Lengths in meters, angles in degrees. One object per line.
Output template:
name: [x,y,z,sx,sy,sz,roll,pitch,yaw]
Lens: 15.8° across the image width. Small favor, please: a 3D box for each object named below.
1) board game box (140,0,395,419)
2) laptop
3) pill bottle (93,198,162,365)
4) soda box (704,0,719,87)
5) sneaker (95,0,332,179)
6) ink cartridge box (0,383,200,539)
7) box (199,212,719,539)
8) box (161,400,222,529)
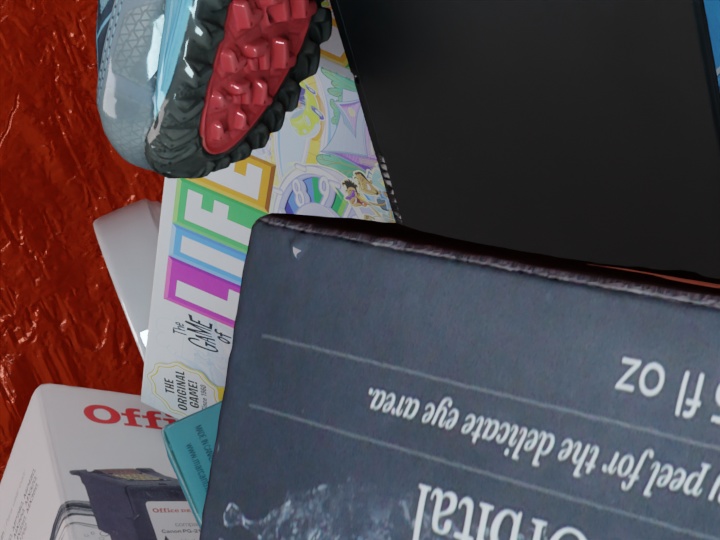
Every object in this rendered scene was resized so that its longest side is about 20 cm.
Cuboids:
board game box: [0.000,0.000,0.852,0.134,0.034,0.200,24,141,11]
laptop: [0.046,-0.076,0.632,0.200,0.103,0.178,-77,-22,-47]
pill bottle: [0.005,-0.012,1.004,0.116,0.200,0.116,158,90,-85]
soda box: [0.123,0.020,0.625,0.068,0.064,0.200,97,150,-80]
sneaker: [-0.057,-0.115,0.644,0.079,0.095,0.201,42,-134,-64]
ink cartridge box: [-0.043,0.134,0.902,0.200,0.144,0.085,-115,40,-55]
box: [0.064,0.103,0.431,0.196,0.117,0.201,11,92,52]
box: [0.045,0.043,0.785,0.082,0.200,0.049,75,170,-58]
